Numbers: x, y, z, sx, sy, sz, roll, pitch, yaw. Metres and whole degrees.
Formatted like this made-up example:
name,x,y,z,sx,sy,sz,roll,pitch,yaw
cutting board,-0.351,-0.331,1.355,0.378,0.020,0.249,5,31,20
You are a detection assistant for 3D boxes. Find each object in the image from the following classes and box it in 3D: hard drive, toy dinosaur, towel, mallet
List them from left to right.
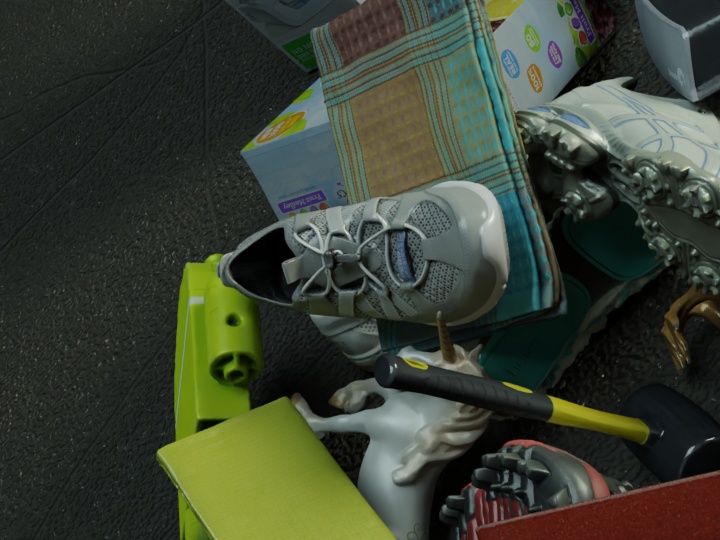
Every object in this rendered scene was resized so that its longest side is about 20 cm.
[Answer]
name,x,y,z,sx,sy,sz,roll,pitch,yaw
towel,-0.023,0.149,0.898,0.086,0.018,0.200,-20,50,-26
towel,0.036,-0.057,0.957,0.147,0.022,0.200,-21,82,51
mallet,0.092,0.064,0.856,0.041,0.200,0.066,-67,22,13
hard drive,0.216,-0.162,0.973,0.135,0.042,0.200,-28,18,11
toy dinosaur,0.205,0.008,0.910,0.106,0.060,0.200,-23,46,1

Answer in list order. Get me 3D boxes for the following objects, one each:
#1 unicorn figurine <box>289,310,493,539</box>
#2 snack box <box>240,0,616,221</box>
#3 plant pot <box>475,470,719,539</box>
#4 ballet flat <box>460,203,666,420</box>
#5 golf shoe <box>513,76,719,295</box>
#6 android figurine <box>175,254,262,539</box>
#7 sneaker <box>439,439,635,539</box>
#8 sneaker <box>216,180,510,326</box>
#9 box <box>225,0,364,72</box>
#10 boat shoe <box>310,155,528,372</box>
name,x,y,z,sx,sy,sz,roll,pitch,yaw
unicorn figurine,0.013,0.107,0.978,0.137,0.074,0.201,10,103,42
snack box,0.045,-0.115,1.104,0.168,0.068,0.200,-15,21,40
plant pot,0.191,0.157,0.652,0.200,0.200,0.177,-20,76,36
ballet flat,0.121,-0.002,0.991,0.200,0.072,0.072,-47,36,3
golf shoe,0.169,-0.053,0.890,0.097,0.078,0.200,-34,44,-23
android figurine,-0.088,0.080,1.062,0.200,0.041,0.182,-97,13,-45
sneaker,0.098,0.122,0.827,0.200,0.098,0.071,112,159,-72
sneaker,0.000,0.000,0.931,0.200,0.082,0.075,-12,87,53
box,-0.050,-0.286,1.327,0.097,0.176,0.200,-18,46,37
boat shoe,0.047,-0.029,1.085,0.200,0.069,0.071,-50,34,-1
